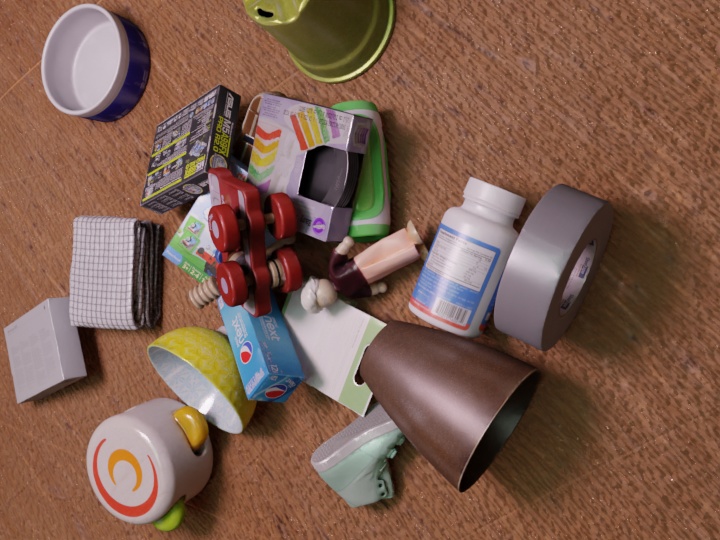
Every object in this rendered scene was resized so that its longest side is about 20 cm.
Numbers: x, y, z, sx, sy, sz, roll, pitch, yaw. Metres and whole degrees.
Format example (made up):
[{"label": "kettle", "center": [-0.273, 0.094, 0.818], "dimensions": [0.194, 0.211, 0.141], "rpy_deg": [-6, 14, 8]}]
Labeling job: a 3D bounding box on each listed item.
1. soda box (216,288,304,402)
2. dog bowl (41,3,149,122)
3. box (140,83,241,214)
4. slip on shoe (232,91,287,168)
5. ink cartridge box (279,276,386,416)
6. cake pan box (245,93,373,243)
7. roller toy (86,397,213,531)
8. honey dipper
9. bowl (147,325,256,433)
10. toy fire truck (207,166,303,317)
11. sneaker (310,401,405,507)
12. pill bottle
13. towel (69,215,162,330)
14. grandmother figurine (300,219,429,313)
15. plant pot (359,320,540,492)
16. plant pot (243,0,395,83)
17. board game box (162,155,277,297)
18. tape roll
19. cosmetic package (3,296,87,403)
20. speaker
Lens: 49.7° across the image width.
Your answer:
[{"label": "soda box", "center": [-0.155, 0.102, 1.189], "dimensions": [0.064, 0.068, 0.200], "rpy_deg": [-51, 46, 29]}, {"label": "dog bowl", "center": [-0.487, -0.378, 1.428], "dimensions": [0.199, 0.079, 0.201], "rpy_deg": [-1, 87, 27]}, {"label": "box", "center": [-0.280, -0.194, 1.274], "dimensions": [0.200, 0.044, 0.161], "rpy_deg": [-18, 60, 44]}, {"label": "slip on shoe", "center": [-0.175, -0.206, 1.273], "dimensions": [0.076, 0.061, 0.200], "rpy_deg": [30, 121, 4]}, {"label": "ink cartridge box", "center": [-0.041, 0.113, 1.191], "dimensions": [0.199, 0.048, 0.146], "rpy_deg": [25, 99, 26]}, {"label": "cake pan box", "center": [-0.080, -0.152, 1.142], "dimensions": [0.199, 0.052, 0.185], "rpy_deg": [23, 107, 37]}, {"label": "roller toy", "center": [-0.344, 0.309, 1.288], "dimensions": [0.182, 0.140, 0.201], "rpy_deg": [14, 104, 24]}, {"label": "honey dipper", "center": [-0.184, -0.004, 1.238], "dimensions": [0.199, 0.038, 0.038], "rpy_deg": [-31, 74, 12]}, {"label": "bowl", "center": [-0.231, 0.153, 1.243], "dimensions": [0.200, 0.201, 0.108], "rpy_deg": [26, 58, 26]}, {"label": "toy fire truck", "center": [-0.173, -0.042, 1.141], "dimensions": [0.168, 0.112, 0.201], "rpy_deg": [30, 130, 55]}, {"label": "sneaker", "center": [0.040, 0.265, 1.144], "dimensions": [0.200, 0.074, 0.118], "rpy_deg": [-33, 109, 2]}, {"label": "pill bottle", "center": [0.151, -0.019, 1.063], "dimensions": [0.112, 0.112, 0.201], "rpy_deg": [26, 99, 26]}, {"label": "towel", "center": [-0.435, 0.003, 1.384], "dimensions": [0.165, 0.085, 0.201], "rpy_deg": [1, 90, 29]}, {"label": "grandmother figurine", "center": [0.000, 0.000, 1.130], "dimensions": [0.199, 0.061, 0.122], "rpy_deg": [-30, 119, 6]}, {"label": "plant pot", "center": [0.104, 0.156, 1.035], "dimensions": [0.200, 0.187, 0.188], "rpy_deg": [33, 102, 24]}, {"label": "plant pot", "center": [-0.076, -0.400, 1.156], "dimensions": [0.199, 0.184, 0.202], "rpy_deg": [-1, 88, 27]}, {"label": "board game box", "center": [-0.209, -0.063, 1.267], "dimensions": [0.151, 0.037, 0.200], "rpy_deg": [36, 104, 2]}, {"label": "tape roll", "center": [0.242, -0.003, 0.965], "dimensions": [0.066, 0.200, 0.201], "rpy_deg": [26, 99, 24]}, {"label": "cosmetic package", "center": [-0.590, 0.151, 1.449], "dimensions": [0.200, 0.052, 0.152], "rpy_deg": [-24, 78, 40]}, {"label": "speaker", "center": [-0.003, -0.146, 1.164], "dimensions": [0.088, 0.088, 0.201], "rpy_deg": [-8, 84, 27]}]
